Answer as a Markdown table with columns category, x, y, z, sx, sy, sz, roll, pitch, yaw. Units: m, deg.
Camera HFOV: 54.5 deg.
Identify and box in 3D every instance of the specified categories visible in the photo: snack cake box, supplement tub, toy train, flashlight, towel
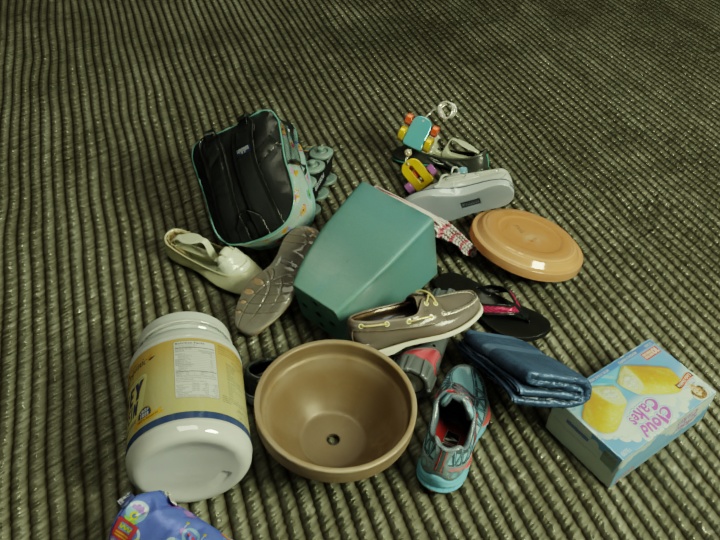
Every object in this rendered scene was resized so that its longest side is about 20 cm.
| category | x | y | z | sx | sy | sz | roll | pitch | yaw |
| --- | --- | --- | --- | --- | --- | --- | --- | --- | --- |
| snack cake box | 0.365 | 0.188 | 0.945 | 0.200 | 0.067 | 0.115 | -23 | 48 | -28 |
| supplement tub | -0.213 | 0.163 | 0.862 | 0.144 | 0.145 | 0.200 | -6 | 42 | -12 |
| toy train | 0.150 | -0.216 | 1.351 | 0.150 | 0.056 | 0.201 | -13 | 85 | 9 |
| flashlight | 0.096 | 0.101 | 1.025 | 0.068 | 0.068 | 0.200 | 42 | 38 | -12 |
| toy train | -0.116 | -0.167 | 1.297 | 0.114 | 0.085 | 0.200 | 5 | 40 | 15 |
| towel | 0.215 | 0.132 | 0.946 | 0.111 | 0.049 | 0.200 | 10 | 8 | -16 |
| towel | 0.107 | -0.075 | 1.165 | 0.146 | 0.200 | 0.030 | 31 | 92 | 26 |

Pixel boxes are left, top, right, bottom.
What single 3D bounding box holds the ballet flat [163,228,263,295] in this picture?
| category | x | y | z | sx | sy | sz | roll | pitch | yaw |
| --- | --- | --- | --- | --- | --- | --- | --- | --- | --- |
| ballet flat | -0.233 | -0.018 | 1.124 | 0.199 | 0.070 | 0.070 | 21 | 44 | 17 |

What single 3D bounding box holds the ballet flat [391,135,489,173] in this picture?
| category | x | y | z | sx | sy | sz | roll | pitch | yaw |
| --- | --- | --- | --- | --- | --- | --- | --- | --- | --- |
| ballet flat | 0.163 | -0.240 | 1.408 | 0.199 | 0.069 | 0.068 | 13 | 31 | 9 |

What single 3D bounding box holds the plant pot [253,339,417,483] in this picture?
| category | x | y | z | sx | sy | sz | roll | pitch | yaw |
| --- | --- | --- | --- | --- | --- | --- | --- | --- | --- |
| plant pot | -0.033 | 0.191 | 0.884 | 0.200 | 0.093 | 0.201 | 3 | 42 | -3 |

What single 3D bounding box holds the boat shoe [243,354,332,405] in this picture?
| category | x | y | z | sx | sy | sz | roll | pitch | yaw |
| --- | --- | --- | --- | --- | --- | --- | --- | --- | --- |
| boat shoe | -0.065 | 0.138 | 0.969 | 0.199 | 0.057 | 0.069 | -12 | 44 | -18 |

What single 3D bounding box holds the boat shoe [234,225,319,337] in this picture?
| category | x | y | z | sx | sy | sz | roll | pitch | yaw |
| --- | --- | --- | --- | --- | --- | --- | --- | --- | --- |
| boat shoe | -0.118 | 0.025 | 1.082 | 0.076 | 0.072 | 0.200 | 29 | 68 | 20 |

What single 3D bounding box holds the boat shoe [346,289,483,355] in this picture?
| category | x | y | z | sx | sy | sz | roll | pitch | yaw |
| --- | --- | --- | --- | --- | --- | --- | --- | --- | --- |
| boat shoe | 0.077 | 0.063 | 0.973 | 0.199 | 0.060 | 0.072 | -18 | 25 | -10 |

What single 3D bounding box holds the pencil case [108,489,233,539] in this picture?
| category | x | y | z | sx | sy | sz | roll | pitch | yaw |
| --- | --- | --- | --- | --- | --- | --- | --- | --- | --- |
| pencil case | -0.175 | 0.308 | 0.749 | 0.199 | 0.078 | 0.087 | 23 | 67 | 18 |

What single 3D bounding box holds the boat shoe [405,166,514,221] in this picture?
| category | x | y | z | sx | sy | sz | roll | pitch | yaw |
| --- | --- | --- | --- | --- | --- | --- | --- | --- | --- |
| boat shoe | 0.174 | -0.149 | 1.270 | 0.201 | 0.075 | 0.086 | -13 | 44 | 17 |

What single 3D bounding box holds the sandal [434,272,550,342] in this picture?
| category | x | y | z | sx | sy | sz | roll | pitch | yaw |
| --- | --- | --- | --- | --- | --- | --- | --- | --- | --- |
| sandal | 0.205 | 0.050 | 1.103 | 0.200 | 0.045 | 0.075 | 29 | 47 | 25 |

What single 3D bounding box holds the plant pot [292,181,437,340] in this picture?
| category | x | y | z | sx | sy | sz | roll | pitch | yaw |
| --- | --- | --- | --- | --- | --- | --- | --- | --- | --- |
| plant pot | 0.000 | 0.000 | 1.070 | 0.141 | 0.142 | 0.200 | 31 | 65 | 27 |

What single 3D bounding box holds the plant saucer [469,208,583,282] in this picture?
| category | x | y | z | sx | sy | sz | roll | pitch | yaw |
| --- | --- | --- | --- | --- | --- | --- | --- | --- | --- |
| plant saucer | 0.288 | -0.052 | 1.208 | 0.199 | 0.032 | 0.201 | 11 | 33 | -7 |

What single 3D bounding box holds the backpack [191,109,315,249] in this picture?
| category | x | y | z | sx | sy | sz | roll | pitch | yaw |
| --- | --- | --- | --- | --- | --- | --- | --- | --- | --- |
| backpack | -0.164 | -0.133 | 1.142 | 0.175 | 0.153 | 0.201 | -20 | 73 | 16 |

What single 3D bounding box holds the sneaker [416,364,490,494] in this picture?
| category | x | y | z | sx | sy | sz | roll | pitch | yaw |
| --- | --- | --- | --- | --- | --- | --- | --- | --- | --- |
| sneaker | 0.131 | 0.185 | 0.903 | 0.079 | 0.096 | 0.200 | 14 | 40 | 9 |
